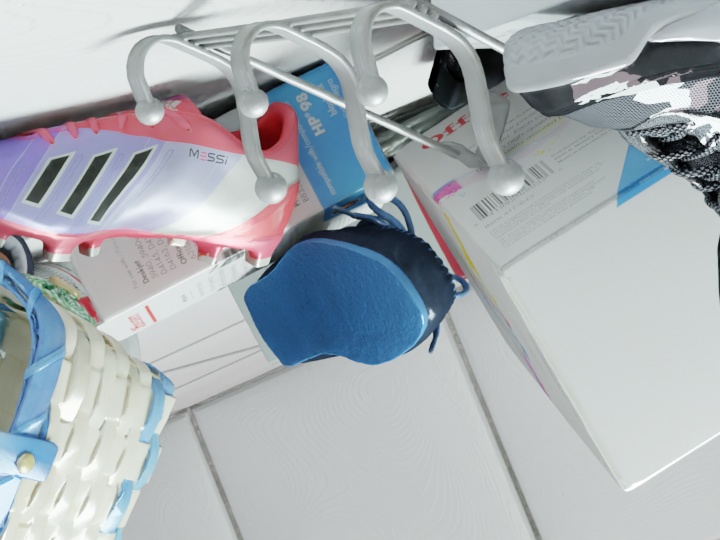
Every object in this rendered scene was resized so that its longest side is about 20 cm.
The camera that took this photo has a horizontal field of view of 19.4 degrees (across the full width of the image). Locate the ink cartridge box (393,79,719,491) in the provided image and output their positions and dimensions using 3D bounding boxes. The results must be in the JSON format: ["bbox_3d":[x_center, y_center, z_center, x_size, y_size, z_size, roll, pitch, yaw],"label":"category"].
[{"bbox_3d":[0.114,-0.018,0.963,0.128,0.125,0.200,-32,-156,-1],"label":"ink cartridge box"}]

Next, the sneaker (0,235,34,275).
[{"bbox_3d":[-0.245,0.031,0.992,0.200,0.070,0.108,-28,-177,-29],"label":"sneaker"}]

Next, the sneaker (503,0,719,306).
[{"bbox_3d":[0.135,-0.038,0.761,0.200,0.114,0.075,-3,178,-41],"label":"sneaker"}]

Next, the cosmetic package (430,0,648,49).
[{"bbox_3d":[0.129,-0.119,0.778,0.150,0.052,0.200,-6,180,-20],"label":"cosmetic package"}]

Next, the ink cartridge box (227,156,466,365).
[{"bbox_3d":[0.027,-0.030,1.352,0.200,0.083,0.146,-25,-172,29],"label":"ink cartridge box"}]

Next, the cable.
[{"bbox_3d":[-0.010,-0.055,1.251,0.200,0.050,0.097,-19,172,-35],"label":"cable"}]

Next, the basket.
[{"bbox_3d":[-0.193,0.050,0.865,0.176,0.140,0.200,21,-175,39],"label":"basket"}]

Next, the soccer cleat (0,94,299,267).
[{"bbox_3d":[-0.106,-0.045,0.920,0.200,0.077,0.067,4,-168,-45],"label":"soccer cleat"}]

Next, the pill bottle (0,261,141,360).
[{"bbox_3d":[-0.228,0.063,1.200,0.112,0.113,0.200,-26,174,36],"label":"pill bottle"}]

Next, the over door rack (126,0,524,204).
[{"bbox_3d":[0.030,-0.056,0.817,0.199,0.067,0.147,7,176,-41],"label":"over door rack"}]

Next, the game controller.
[{"bbox_3d":[0.085,-0.125,1.054,0.104,0.042,0.200,-37,177,-4],"label":"game controller"}]

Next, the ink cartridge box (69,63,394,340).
[{"bbox_3d":[-0.088,-0.023,1.056,0.199,0.067,0.116,-27,176,-6],"label":"ink cartridge box"}]

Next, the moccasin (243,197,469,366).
[{"bbox_3d":[0.000,0.000,1.038,0.068,0.081,0.200,-31,-170,-21],"label":"moccasin"}]
